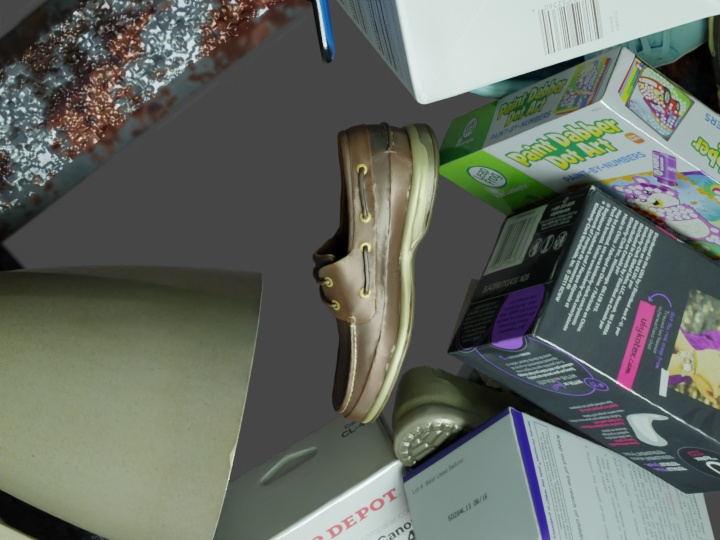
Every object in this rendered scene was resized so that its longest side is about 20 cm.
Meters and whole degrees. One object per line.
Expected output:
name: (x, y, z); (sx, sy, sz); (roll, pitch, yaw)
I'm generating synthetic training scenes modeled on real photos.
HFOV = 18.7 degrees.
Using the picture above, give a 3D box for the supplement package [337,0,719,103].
supplement package: (0.079, -0.219, 1.254); (0.190, 0.200, 0.148); (-17, 119, -8)

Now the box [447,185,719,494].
box: (0.177, 0.048, 1.371); (0.199, 0.122, 0.107); (31, 72, -18)

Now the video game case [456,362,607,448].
video game case: (0.166, 0.066, 1.520); (0.182, 0.022, 0.201); (22, 106, -25)

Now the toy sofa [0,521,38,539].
toy sofa: (-0.197, 0.200, 1.362); (0.199, 0.083, 0.098); (26, 89, 1)

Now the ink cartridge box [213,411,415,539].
ink cartridge box: (0.001, 0.213, 1.504); (0.147, 0.086, 0.200); (-32, 122, 0)

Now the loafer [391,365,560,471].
loafer: (0.095, 0.114, 1.471); (0.075, 0.069, 0.200); (-32, 139, 26)

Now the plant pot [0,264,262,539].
plant pot: (-0.176, 0.071, 1.343); (0.199, 0.187, 0.188); (13, 111, -7)

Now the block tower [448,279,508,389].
block tower: (0.163, 0.056, 1.470); (0.199, 0.058, 0.054); (10, 111, -20)

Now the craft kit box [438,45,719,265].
craft kit box: (0.174, -0.049, 1.349); (0.197, 0.200, 0.049); (34, 68, -18)

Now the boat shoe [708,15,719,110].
boat shoe: (0.267, -0.115, 1.433); (0.072, 0.060, 0.200); (-32, 142, -5)

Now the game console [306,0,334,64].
game console: (-0.079, -0.228, 1.204); (0.170, 0.118, 0.201); (6, 121, 27)

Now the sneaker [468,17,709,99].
sneaker: (0.147, -0.141, 1.380); (0.199, 0.082, 0.074); (-14, 119, -10)

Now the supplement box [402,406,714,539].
supplement box: (0.137, 0.179, 1.426); (0.199, 0.104, 0.101); (23, 133, -40)

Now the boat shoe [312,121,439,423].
boat shoe: (0.000, 0.000, 1.413); (0.067, 0.072, 0.201); (5, 107, -14)
